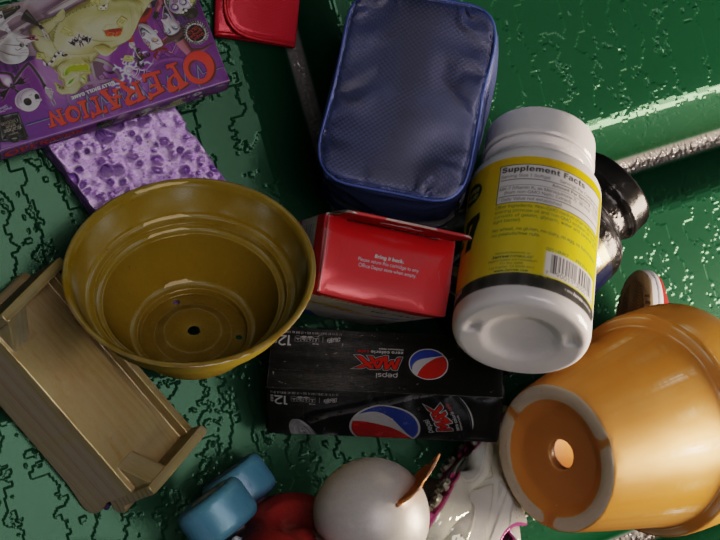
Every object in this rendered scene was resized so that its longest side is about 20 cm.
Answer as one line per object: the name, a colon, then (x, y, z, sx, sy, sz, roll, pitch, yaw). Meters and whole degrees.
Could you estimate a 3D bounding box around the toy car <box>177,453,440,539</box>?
toy car: (-0.009, 0.209, 1.418, 0.199, 0.177, 0.185, -35, 91, 9)

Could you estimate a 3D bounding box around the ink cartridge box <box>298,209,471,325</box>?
ink cartridge box: (0.000, 0.000, 1.446, 0.115, 0.200, 0.068, 11, 82, -20)

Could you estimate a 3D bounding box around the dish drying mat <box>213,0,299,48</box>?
dish drying mat: (-0.084, -0.299, 1.525, 0.076, 0.018, 0.202, 6, 85, -22)

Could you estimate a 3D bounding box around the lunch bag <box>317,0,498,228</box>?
lunch bag: (0.039, -0.127, 1.503, 0.135, 0.132, 0.202, 14, 82, 3)

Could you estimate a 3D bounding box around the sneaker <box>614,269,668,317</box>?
sneaker: (0.303, 0.094, 1.629, 0.112, 0.071, 0.202, -7, 98, -17)

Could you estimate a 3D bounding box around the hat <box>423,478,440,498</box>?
hat: (0.065, 0.285, 1.523, 0.199, 0.081, 0.203, 1, 88, -22)

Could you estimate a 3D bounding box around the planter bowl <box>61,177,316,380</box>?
planter bowl: (-0.134, 0.025, 1.398, 0.198, 0.084, 0.201, 1, 48, -1)

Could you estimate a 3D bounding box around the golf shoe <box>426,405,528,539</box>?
golf shoe: (0.110, 0.195, 1.516, 0.091, 0.075, 0.200, 42, 43, -1)

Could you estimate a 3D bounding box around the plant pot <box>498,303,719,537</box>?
plant pot: (0.223, 0.142, 1.499, 0.182, 0.199, 0.202, -12, 92, -44)

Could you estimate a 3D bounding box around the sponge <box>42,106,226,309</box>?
sponge: (-0.176, -0.071, 1.473, 0.111, 0.030, 0.201, -39, 100, -19)

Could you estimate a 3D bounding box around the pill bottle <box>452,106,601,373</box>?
pill bottle: (0.140, -0.028, 1.436, 0.114, 0.114, 0.201, 23, 54, -19)

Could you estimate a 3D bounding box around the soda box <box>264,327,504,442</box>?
soda box: (0.020, 0.097, 1.477, 0.198, 0.064, 0.071, 2, 48, 1)

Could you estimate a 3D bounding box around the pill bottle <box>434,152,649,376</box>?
pill bottle: (0.161, -0.010, 1.557, 0.200, 0.112, 0.112, -43, 102, -17)

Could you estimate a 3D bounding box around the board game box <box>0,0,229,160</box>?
board game box: (-0.220, -0.176, 1.438, 0.199, 0.032, 0.121, -19, 83, -15)

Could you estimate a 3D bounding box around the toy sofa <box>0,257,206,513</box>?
toy sofa: (-0.230, 0.097, 1.427, 0.200, 0.097, 0.083, 51, 48, -12)
